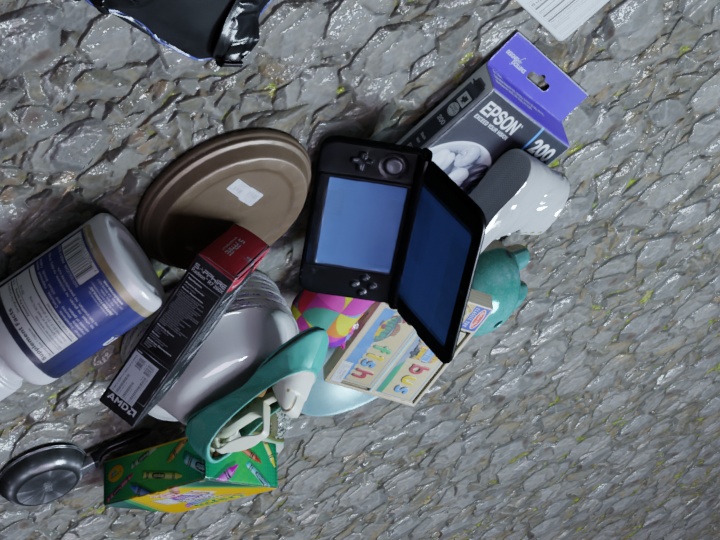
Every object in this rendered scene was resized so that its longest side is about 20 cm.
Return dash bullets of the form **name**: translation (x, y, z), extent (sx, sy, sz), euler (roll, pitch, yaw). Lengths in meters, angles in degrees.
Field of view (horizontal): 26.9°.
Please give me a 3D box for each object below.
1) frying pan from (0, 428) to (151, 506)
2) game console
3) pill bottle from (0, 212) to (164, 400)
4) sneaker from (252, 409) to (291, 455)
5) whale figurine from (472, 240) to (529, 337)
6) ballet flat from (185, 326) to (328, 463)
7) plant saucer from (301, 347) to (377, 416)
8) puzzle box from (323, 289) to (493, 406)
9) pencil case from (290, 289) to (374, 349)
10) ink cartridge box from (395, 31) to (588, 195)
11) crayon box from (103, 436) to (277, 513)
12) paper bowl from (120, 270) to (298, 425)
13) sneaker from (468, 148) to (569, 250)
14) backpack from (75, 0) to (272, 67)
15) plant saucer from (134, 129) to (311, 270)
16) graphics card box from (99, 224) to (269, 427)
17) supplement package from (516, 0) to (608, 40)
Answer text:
- **frying pan**: translation (-0.351, 0.246, 1.830), extent (0.188, 0.031, 0.115), euler (-4, 142, -34)
- **game console**: translation (0.028, -0.020, 1.583), extent (0.174, 0.117, 0.202), euler (8, 126, -5)
- **pill bottle**: translation (-0.301, 0.042, 1.481), extent (0.199, 0.112, 0.111), euler (-34, 150, 6)
- **sneaker**: translation (-0.140, 0.167, 1.876), extent (0.089, 0.077, 0.200), euler (-53, 151, 1)
- **whale figurine**: translation (0.160, 0.036, 1.896), extent (0.159, 0.104, 0.200), euler (-41, 152, 11)
- **ballet flat**: translation (-0.102, 0.145, 1.649), extent (0.199, 0.071, 0.067), euler (-37, 149, 9)
- **plant saucer**: translation (-0.006, 0.111, 1.925), extent (0.199, 0.039, 0.202), euler (-22, 149, -14)
- **puzzle box**: translation (0.056, 0.083, 1.817), extent (0.132, 0.026, 0.201), euler (16, 132, -22)
- **pencil case**: translation (0.000, 0.000, 1.721), extent (0.088, 0.089, 0.200), euler (2, 137, -43)
- **ink cartridge box**: translation (0.151, -0.152, 1.671), extent (0.200, 0.044, 0.198), euler (-42, 148, 16)
- **crayon box**: translation (-0.209, 0.250, 1.839), extent (0.199, 0.059, 0.118), euler (-20, 155, 41)
- **paper bowl**: translation (-0.163, 0.099, 1.702), extent (0.199, 0.105, 0.202), euler (-22, 148, -14)
- **sneaker**: translation (0.154, -0.046, 1.718), extent (0.200, 0.074, 0.115), euler (-44, 145, 24)
- **backpack**: translation (-0.115, -0.272, 1.142), extent (0.190, 0.155, 0.199), euler (-33, 157, 21)
- **plant saucer**: translation (-0.137, -0.065, 1.554), extent (0.198, 0.030, 0.201), euler (-22, 148, -14)
- **graphics card box**: translation (-0.178, 0.054, 1.533), extent (0.201, 0.051, 0.126), euler (-55, 179, 21)
- **supplement package**: translation (0.130, -0.332, 1.230), extent (0.147, 0.192, 0.199), euler (-40, 148, 16)
